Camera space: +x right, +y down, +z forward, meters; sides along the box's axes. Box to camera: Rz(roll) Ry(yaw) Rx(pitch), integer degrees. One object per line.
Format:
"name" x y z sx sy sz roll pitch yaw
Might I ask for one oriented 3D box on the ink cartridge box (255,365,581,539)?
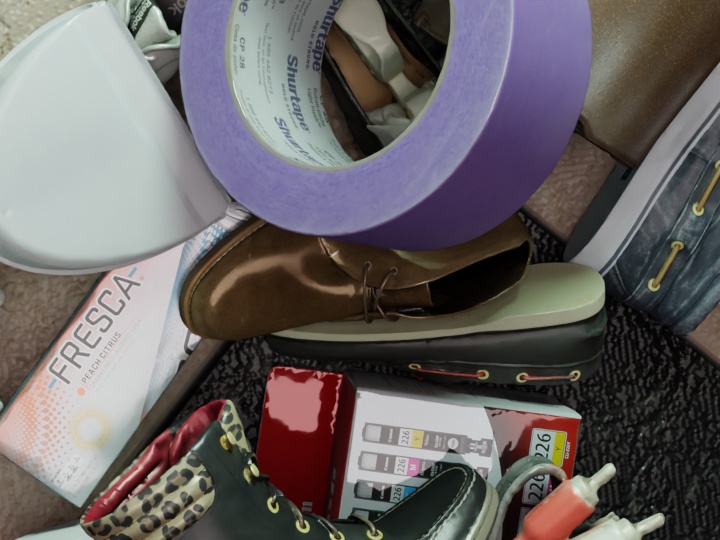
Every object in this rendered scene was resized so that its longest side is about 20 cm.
"ink cartridge box" 0.021 0.165 1.047 0.175 0.084 0.200 7 93 -6

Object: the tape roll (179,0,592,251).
"tape roll" 0.010 -0.112 0.921 0.200 0.085 0.200 -4 83 33

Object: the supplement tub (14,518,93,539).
"supplement tub" -0.118 0.236 1.000 0.144 0.145 0.200 -13 89 -5

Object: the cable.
"cable" 0.072 0.178 0.984 0.200 0.050 0.097 -37 101 -5

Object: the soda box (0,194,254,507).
"soda box" -0.128 0.033 1.032 0.068 0.064 0.200 36 90 -7

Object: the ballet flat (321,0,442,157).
"ballet flat" 0.016 -0.106 1.036 0.068 0.068 0.200 -38 97 -4

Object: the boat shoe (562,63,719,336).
"boat shoe" 0.209 -0.062 1.065 0.091 0.071 0.200 33 95 -10

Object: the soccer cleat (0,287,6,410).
"soccer cleat" -0.243 -0.005 1.020 0.085 0.069 0.200 -3 89 -25

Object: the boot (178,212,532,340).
"boot" 0.000 0.000 0.995 0.200 0.075 0.074 -18 130 -15

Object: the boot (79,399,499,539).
"boot" -0.034 0.130 0.936 0.200 0.073 0.151 -39 104 -17

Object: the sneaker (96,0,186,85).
"sneaker" -0.134 -0.120 1.010 0.075 0.081 0.200 44 96 -8

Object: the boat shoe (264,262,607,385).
"boat shoe" 0.041 0.038 1.045 0.201 0.074 0.063 -2 122 4

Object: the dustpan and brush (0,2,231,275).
"dustpan and brush" -0.189 -0.037 0.971 0.200 0.057 0.140 -34 106 -13

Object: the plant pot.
"plant pot" 0.142 -0.177 0.995 0.200 0.200 0.198 32 98 -7
